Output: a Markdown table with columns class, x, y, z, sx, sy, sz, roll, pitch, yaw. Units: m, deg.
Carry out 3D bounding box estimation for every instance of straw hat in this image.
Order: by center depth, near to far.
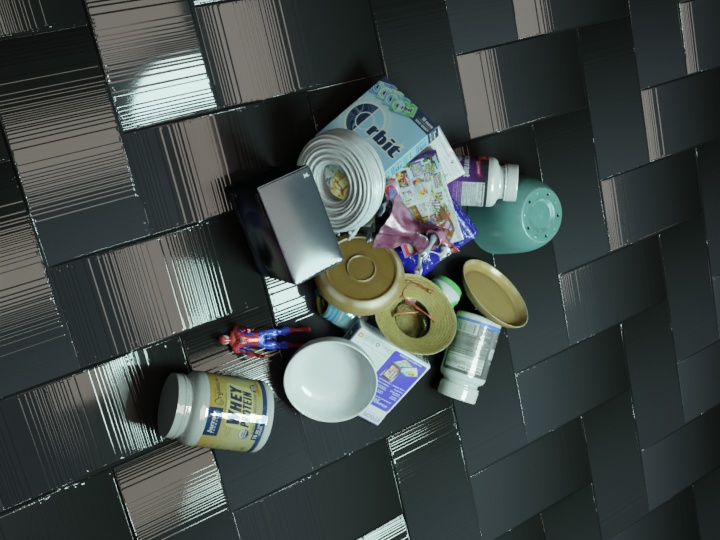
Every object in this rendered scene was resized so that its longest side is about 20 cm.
| class | x | y | z | sx | sy | sz | roll | pitch | yaw |
| --- | --- | --- | --- | --- | --- | --- | --- | --- | --- |
| straw hat | 0.108 | 0.114 | 1.641 | 0.198 | 0.085 | 0.203 | 9 | 54 | -13 |

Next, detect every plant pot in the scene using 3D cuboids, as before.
| class | x | y | z | sx | sy | sz | roll | pitch | yaw |
| --- | --- | --- | --- | --- | --- | --- | --- | --- | --- |
| plant pot | 0.000 | 0.000 | 1.609 | 0.197 | 0.028 | 0.202 | 4 | 61 | -8 |
| plant pot | 0.312 | 0.059 | 1.784 | 0.198 | 0.201 | 0.028 | 23 | 128 | -29 |
| plant pot | 0.380 | -0.135 | 1.799 | 0.198 | 0.160 | 0.204 | -3 | 97 | -28 |

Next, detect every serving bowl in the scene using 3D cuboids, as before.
| class | x | y | z | sx | sy | sz | roll | pitch | yaw |
| --- | --- | --- | --- | --- | --- | --- | --- | --- | --- |
| serving bowl | -0.063 | 0.221 | 1.599 | 0.197 | 0.066 | 0.202 | -1 | 116 | -1 |

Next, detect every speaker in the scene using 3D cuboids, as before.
| class | x | y | z | sx | sy | sz | roll | pitch | yaw |
| --- | --- | --- | --- | --- | --- | --- | --- | --- | --- |
| speaker | 0.148 | 0.109 | 1.738 | 0.088 | 0.088 | 0.201 | 45 | 74 | -25 |

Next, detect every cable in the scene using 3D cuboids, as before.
| class | x | y | z | sx | sy | sz | roll | pitch | yaw |
| --- | --- | --- | --- | --- | --- | --- | --- | --- | --- |
| cable | -0.045 | -0.177 | 1.500 | 0.201 | 0.200 | 0.069 | 53 | 37 | 8 |

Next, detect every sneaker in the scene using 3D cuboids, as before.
| class | x | y | z | sx | sy | sz | roll | pitch | yaw |
| --- | --- | --- | --- | --- | --- | --- | --- | --- | --- |
| sneaker | -0.024 | 0.029 | 1.639 | 0.130 | 0.079 | 0.202 | 26 | 82 | -30 |

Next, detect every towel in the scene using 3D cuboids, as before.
| class | x | y | z | sx | sy | sz | roll | pitch | yaw |
| --- | --- | --- | --- | --- | --- | --- | --- | --- | --- |
| towel | 0.150 | -0.072 | 1.686 | 0.199 | 0.050 | 0.148 | -38 | 116 | 16 |

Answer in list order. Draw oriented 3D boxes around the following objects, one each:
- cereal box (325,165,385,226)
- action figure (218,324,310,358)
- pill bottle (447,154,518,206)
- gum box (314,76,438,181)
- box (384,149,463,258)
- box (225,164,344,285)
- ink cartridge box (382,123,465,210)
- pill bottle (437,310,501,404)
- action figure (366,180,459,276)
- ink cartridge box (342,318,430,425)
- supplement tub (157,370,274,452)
| class | x | y | z | sx | sy | sz | roll | pitch | yaw |
| --- | --- | --- | --- | --- | --- | --- | --- | --- | --- |
| cereal box | -0.035 | -0.169 | 1.633 | 0.198 | 0.039 | 0.146 | 0 | 94 | -29 |
| action figure | -0.190 | 0.144 | 1.551 | 0.198 | 0.099 | 0.066 | 2 | 94 | -26 |
| pill bottle | 0.252 | -0.202 | 1.697 | 0.197 | 0.111 | 0.113 | 4 | 95 | 7 |
| gum box | 0.034 | -0.280 | 1.569 | 0.200 | 0.045 | 0.170 | -42 | 70 | -6 |
| box | 0.128 | -0.141 | 1.614 | 0.135 | 0.039 | 0.202 | -17 | 111 | 9 |
| box | -0.153 | -0.094 | 1.485 | 0.122 | 0.198 | 0.202 | -28 | 107 | -23 |
| ink cartridge box | 0.111 | -0.213 | 1.628 | 0.199 | 0.042 | 0.120 | -30 | 107 | 10 |
| pill bottle | 0.255 | 0.206 | 1.792 | 0.113 | 0.113 | 0.202 | 19 | 86 | -29 |
| action figure | 0.117 | -0.079 | 1.585 | 0.198 | 0.134 | 0.151 | 14 | 71 | -15 |
| ink cartridge box | 0.018 | 0.229 | 1.673 | 0.197 | 0.044 | 0.201 | 31 | 111 | -22 |
| supplement tub | -0.284 | 0.276 | 1.483 | 0.198 | 0.144 | 0.146 | 13 | 89 | -29 |
